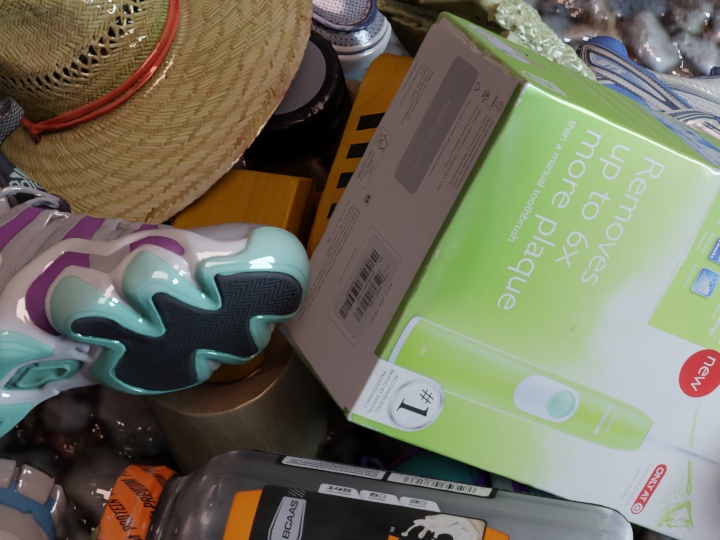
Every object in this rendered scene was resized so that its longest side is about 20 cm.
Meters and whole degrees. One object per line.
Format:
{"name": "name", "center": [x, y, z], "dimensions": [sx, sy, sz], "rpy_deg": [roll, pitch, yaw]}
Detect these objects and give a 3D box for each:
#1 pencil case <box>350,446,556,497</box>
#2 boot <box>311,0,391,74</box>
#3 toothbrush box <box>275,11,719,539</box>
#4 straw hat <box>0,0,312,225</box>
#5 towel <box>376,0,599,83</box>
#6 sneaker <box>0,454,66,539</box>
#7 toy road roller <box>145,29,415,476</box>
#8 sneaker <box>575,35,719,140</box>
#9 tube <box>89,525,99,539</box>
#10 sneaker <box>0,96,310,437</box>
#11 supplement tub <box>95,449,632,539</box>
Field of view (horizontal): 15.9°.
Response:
{"name": "pencil case", "center": [0.074, 0.156, 1.084], "dimensions": [0.085, 0.093, 0.201], "rpy_deg": [-20, 72, -24]}
{"name": "boot", "center": [-0.051, -0.189, 1.224], "dimensions": [0.073, 0.090, 0.200], "rpy_deg": [-35, 77, -28]}
{"name": "toothbrush box", "center": [0.091, 0.008, 1.020], "dimensions": [0.199, 0.146, 0.086], "rpy_deg": [22, 14, -32]}
{"name": "straw hat", "center": [-0.125, -0.105, 1.097], "dimensions": [0.085, 0.200, 0.202], "rpy_deg": [49, 49, -40]}
{"name": "towel", "center": [0.091, -0.055, 1.134], "dimensions": [0.036, 0.148, 0.200], "rpy_deg": [-43, 112, -6]}
{"name": "sneaker", "center": [-0.218, 0.114, 1.030], "dimensions": [0.198, 0.075, 0.087], "rpy_deg": [7, 61, -12]}
{"name": "toy road roller", "center": [0.000, 0.000, 1.099], "dimensions": [0.145, 0.123, 0.201], "rpy_deg": [9, 60, 16]}
{"name": "sneaker", "center": [0.179, -0.054, 1.233], "dimensions": [0.199, 0.077, 0.086], "rpy_deg": [27, 55, -2]}
{"name": "tube", "center": [-0.048, 0.187, 1.062], "dimensions": [0.058, 0.052, 0.201], "rpy_deg": [-33, 76, 15]}
{"name": "sneaker", "center": [-0.121, -0.015, 1.017], "dimensions": [0.199, 0.078, 0.141], "rpy_deg": [-17, 54, 10]}
{"name": "supplement tub", "center": [0.000, 0.137, 0.986], "dimensions": [0.198, 0.123, 0.123], "rpy_deg": [8, 60, 8]}
